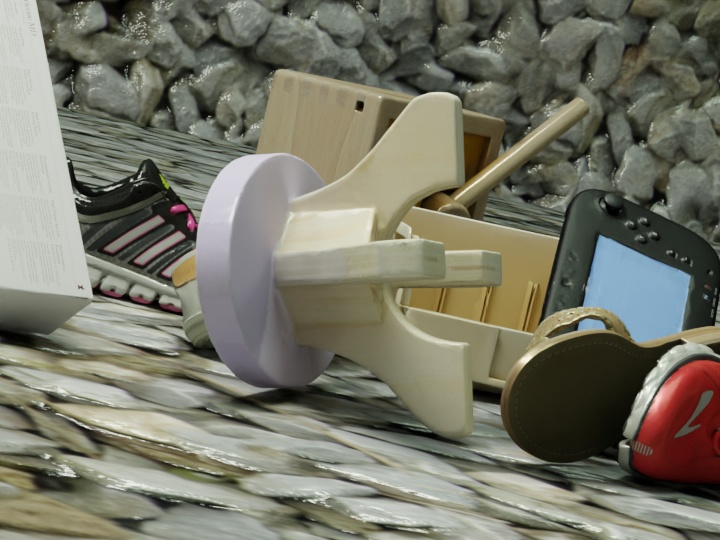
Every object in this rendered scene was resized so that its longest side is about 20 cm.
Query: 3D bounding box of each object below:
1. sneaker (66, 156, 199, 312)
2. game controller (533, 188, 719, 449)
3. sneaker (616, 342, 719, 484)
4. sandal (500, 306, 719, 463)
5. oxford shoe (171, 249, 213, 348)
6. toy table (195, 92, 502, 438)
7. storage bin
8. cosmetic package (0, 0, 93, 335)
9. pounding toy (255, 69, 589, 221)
[{"bbox_3d":[-0.125,-0.024,1.803,0.200,0.088,0.074,13,5,-5],"label":"sneaker"},{"bbox_3d":[0.157,0.031,1.660,0.104,0.042,0.200,18,42,0],"label":"game controller"},{"bbox_3d":[0.218,0.090,1.557,0.085,0.077,0.200,27,14,38],"label":"sneaker"},{"bbox_3d":[0.125,0.054,1.559,0.212,0.078,0.070,-3,25,-46],"label":"sandal"},{"bbox_3d":[-0.051,0.010,1.695,0.075,0.058,0.200,-27,-11,23],"label":"oxford shoe"},{"bbox_3d":[0.000,0.000,1.525,0.117,0.184,0.200,-3,9,16],"label":"toy table"},{"bbox_3d":[0.100,0.027,1.801,0.200,0.094,0.199,13,5,-11],"label":"storage bin"},{"bbox_3d":[-0.208,-0.067,1.546,0.082,0.200,0.051,8,-32,-38],"label":"cosmetic package"},{"bbox_3d":[0.037,-0.059,2.051,0.142,0.184,0.200,17,7,37],"label":"pounding toy"}]
